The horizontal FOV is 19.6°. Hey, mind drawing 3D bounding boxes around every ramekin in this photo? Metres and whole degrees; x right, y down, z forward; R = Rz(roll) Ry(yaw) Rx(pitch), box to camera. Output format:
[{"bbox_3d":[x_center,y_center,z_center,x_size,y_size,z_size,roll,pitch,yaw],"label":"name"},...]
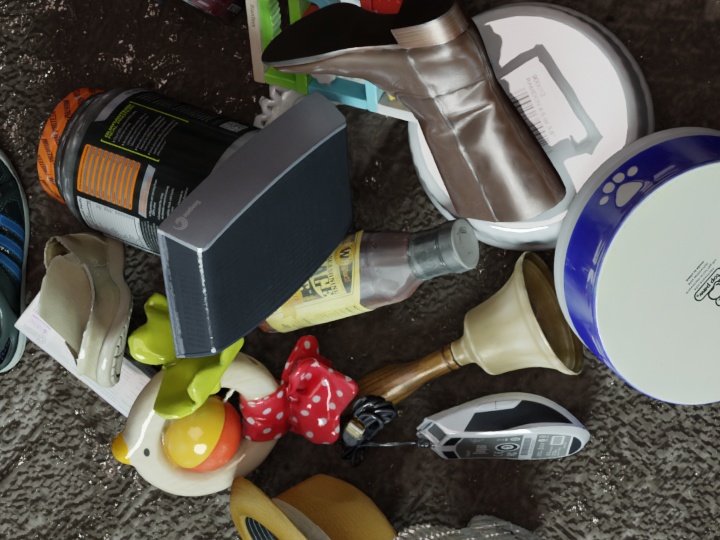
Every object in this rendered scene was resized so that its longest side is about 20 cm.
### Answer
[{"bbox_3d":[0.130,-0.115,1.641,0.199,0.098,0.202,0,91,9],"label":"ramekin"}]

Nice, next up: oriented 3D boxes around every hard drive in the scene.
[{"bbox_3d":[-0.072,-0.032,1.562,0.042,0.200,0.135,20,134,28],"label":"hard drive"}]

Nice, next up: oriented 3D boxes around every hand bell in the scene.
[{"bbox_3d":[0.068,0.071,1.673,0.199,0.104,0.105,-24,87,21],"label":"hand bell"}]

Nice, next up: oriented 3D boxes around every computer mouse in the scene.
[{"bbox_3d":[0.083,0.123,1.666,0.199,0.110,0.044,-1,66,-2],"label":"computer mouse"}]

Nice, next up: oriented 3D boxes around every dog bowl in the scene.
[{"bbox_3d":[0.252,-0.002,1.587,0.199,0.079,0.201,-6,113,-16],"label":"dog bowl"}]

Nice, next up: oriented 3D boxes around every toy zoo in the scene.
[{"bbox_3d":[0.007,-0.175,1.566,0.199,0.020,0.132,16,137,20],"label":"toy zoo"}]

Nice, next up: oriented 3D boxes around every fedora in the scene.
[{"bbox_3d":[-0.018,0.225,1.648,0.082,0.201,0.201,-39,85,-19],"label":"fedora"}]

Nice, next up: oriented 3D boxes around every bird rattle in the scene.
[{"bbox_3d":[-0.110,0.106,1.652,0.163,0.200,0.113,-51,48,13],"label":"bird rattle"}]

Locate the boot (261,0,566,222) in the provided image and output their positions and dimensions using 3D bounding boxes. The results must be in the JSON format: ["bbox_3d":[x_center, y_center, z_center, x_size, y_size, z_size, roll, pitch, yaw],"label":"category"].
[{"bbox_3d":[0.041,-0.107,1.554,0.186,0.064,0.200,-3,134,38],"label":"boot"}]

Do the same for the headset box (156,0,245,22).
[{"bbox_3d":[-0.093,-0.284,1.646,0.075,0.149,0.200,44,97,7],"label":"headset box"}]

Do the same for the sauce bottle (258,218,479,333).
[{"bbox_3d":[0.000,0.000,1.647,0.199,0.066,0.066,-17,88,31],"label":"sauce bottle"}]

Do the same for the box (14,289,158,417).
[{"bbox_3d":[-0.194,0.090,1.716,0.200,0.039,0.041,38,97,1],"label":"box"}]

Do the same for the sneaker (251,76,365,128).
[{"bbox_3d":[-0.015,-0.164,1.679,0.081,0.075,0.200,38,97,-3],"label":"sneaker"}]

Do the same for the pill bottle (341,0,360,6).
[{"bbox_3d":[0.060,-0.284,1.609,0.114,0.114,0.200,35,73,6],"label":"pill bottle"}]

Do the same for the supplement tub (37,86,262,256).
[{"bbox_3d":[-0.150,-0.073,1.656,0.199,0.122,0.123,21,95,27],"label":"supplement tub"}]

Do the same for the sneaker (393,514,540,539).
[{"bbox_3d":[0.074,0.251,1.612,0.069,0.200,0.100,24,101,29],"label":"sneaker"}]

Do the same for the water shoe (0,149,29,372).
[{"bbox_3d":[-0.313,-0.014,1.721,0.071,0.079,0.201,-9,90,8],"label":"water shoe"}]

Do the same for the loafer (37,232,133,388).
[{"bbox_3d":[-0.220,0.029,1.650,0.068,0.200,0.076,7,112,-13],"label":"loafer"}]
